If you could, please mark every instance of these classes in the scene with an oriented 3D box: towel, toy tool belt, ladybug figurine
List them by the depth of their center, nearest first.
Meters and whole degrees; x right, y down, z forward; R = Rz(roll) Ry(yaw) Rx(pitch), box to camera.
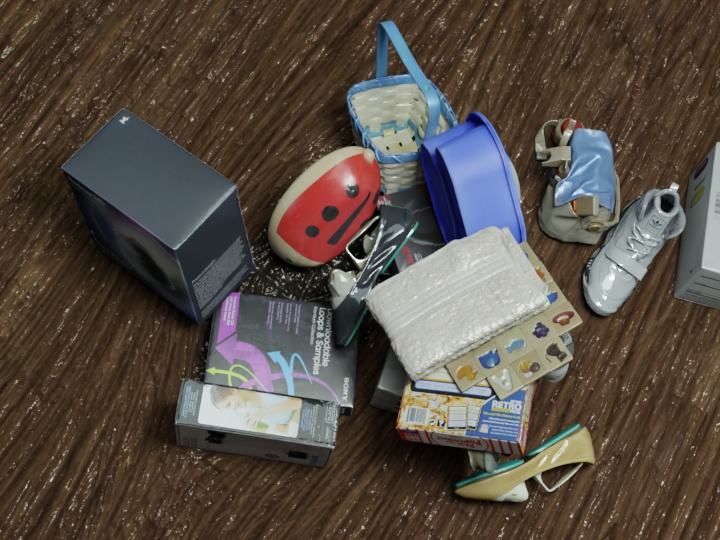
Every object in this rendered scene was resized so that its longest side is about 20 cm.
[{"bbox_3d":[0.117,0.035,1.533,0.199,0.035,0.133,-30,58,-2],"label":"towel"},{"bbox_3d":[-0.040,-0.078,1.690,0.135,0.200,0.072,9,38,-44],"label":"ladybug figurine"},{"bbox_3d":[0.311,-0.146,1.795,0.124,0.123,0.201,3,66,-6],"label":"toy tool belt"}]

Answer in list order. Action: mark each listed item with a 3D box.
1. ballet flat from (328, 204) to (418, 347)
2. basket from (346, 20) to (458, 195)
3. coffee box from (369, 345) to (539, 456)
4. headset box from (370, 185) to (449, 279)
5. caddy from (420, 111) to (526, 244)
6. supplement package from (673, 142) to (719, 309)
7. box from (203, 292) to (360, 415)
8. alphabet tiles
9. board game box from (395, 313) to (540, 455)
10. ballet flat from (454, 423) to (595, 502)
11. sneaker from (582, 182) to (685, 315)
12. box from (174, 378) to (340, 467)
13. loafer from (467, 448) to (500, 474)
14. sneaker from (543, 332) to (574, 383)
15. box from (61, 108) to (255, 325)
[{"bbox_3d":[0.000,0.000,1.667,0.073,0.073,0.201,30,86,6],"label":"ballet flat"},{"bbox_3d":[0.057,-0.216,1.742,0.138,0.201,0.177,-16,56,-12],"label":"basket"},{"bbox_3d":[0.126,0.150,1.669,0.199,0.080,0.114,20,65,2],"label":"coffee box"},{"bbox_3d":[0.108,-0.038,1.750,0.199,0.075,0.150,-13,70,-12],"label":"headset box"},{"bbox_3d":[0.156,-0.102,1.648,0.104,0.141,0.201,-19,105,-9],"label":"caddy"},{"bbox_3d":[0.540,-0.052,1.789,0.155,0.111,0.201,14,65,-1],"label":"supplement package"},{"bbox_3d":[-0.101,0.108,1.684,0.198,0.036,0.144,7,66,-5],"label":"box"},{"bbox_3d":[0.162,0.054,1.535,0.166,0.006,0.201,-30,59,-3],"label":"alphabet tiles"},{"bbox_3d":[0.137,0.113,1.540,0.150,0.046,0.201,6,64,17],"label":"board game box"},{"bbox_3d":[0.218,0.263,1.643,0.199,0.069,0.063,-23,85,-14],"label":"ballet flat"},{"bbox_3d":[0.378,-0.035,1.756,0.075,0.115,0.201,33,66,-1],"label":"sneaker"},{"bbox_3d":[-0.130,0.193,1.602,0.198,0.117,0.061,10,68,-4],"label":"box"},{"bbox_3d":[0.122,0.163,1.588,0.069,0.075,0.201,-19,60,8],"label":"loafer"},{"bbox_3d":[0.182,0.080,1.626,0.074,0.087,0.200,-41,60,-19],"label":"sneaker"},{"bbox_3d":[-0.255,-0.066,1.633,0.199,0.199,0.123,34,66,21],"label":"box"}]
